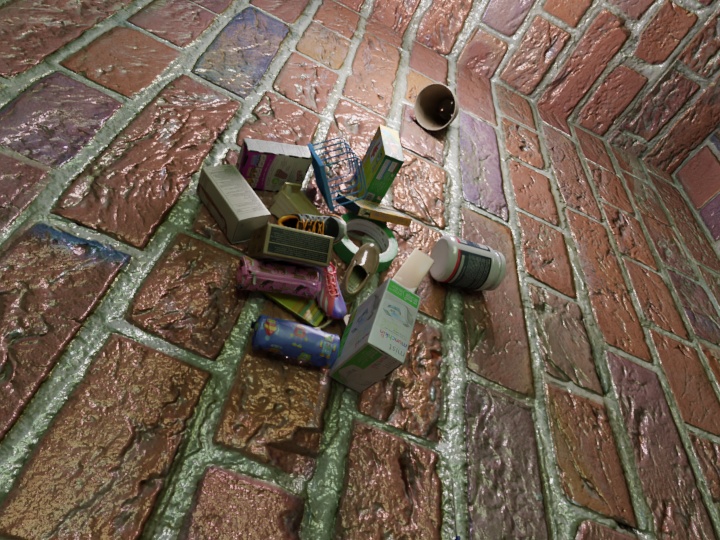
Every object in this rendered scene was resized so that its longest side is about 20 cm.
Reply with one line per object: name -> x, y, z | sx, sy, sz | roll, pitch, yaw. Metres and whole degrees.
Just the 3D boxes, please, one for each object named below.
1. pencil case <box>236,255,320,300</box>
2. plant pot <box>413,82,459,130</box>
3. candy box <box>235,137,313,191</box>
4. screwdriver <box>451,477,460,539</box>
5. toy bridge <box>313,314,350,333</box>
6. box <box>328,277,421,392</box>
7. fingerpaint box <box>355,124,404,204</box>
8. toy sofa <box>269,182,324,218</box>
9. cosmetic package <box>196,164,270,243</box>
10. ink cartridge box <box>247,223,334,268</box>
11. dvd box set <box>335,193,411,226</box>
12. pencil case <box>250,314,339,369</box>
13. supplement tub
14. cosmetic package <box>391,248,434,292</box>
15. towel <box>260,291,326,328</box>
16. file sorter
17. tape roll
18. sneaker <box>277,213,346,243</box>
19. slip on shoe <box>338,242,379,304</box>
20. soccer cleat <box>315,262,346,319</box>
pencil case -> -0.194, 0.019, 1.237 | 0.197, 0.083, 0.087 | 11, 39, -27
plant pot -> 0.355, -0.704, 2.258 | 0.187, 0.188, 0.199 | 43, 28, 13
candy box -> -0.252, -0.298, 1.495 | 0.197, 0.137, 0.062 | 1, 49, -32
screwdriver -> 0.197, 0.518, 1.049 | 0.029, 0.028, 0.202 | 1, 46, 9
toy bridge -> -0.032, 0.142, 1.282 | 0.198, 0.027, 0.068 | -2, 50, -33
box -> 0.033, 0.150, 1.158 | 0.096, 0.200, 0.178 | 31, 51, -11
fingerpaint box -> 0.058, -0.331, 1.671 | 0.072, 0.201, 0.168 | 14, 43, -21
toy sofa -> -0.156, -0.146, 1.455 | 0.200, 0.098, 0.082 | 47, 25, 18
cosmetic package -> -0.335, -0.177, 1.363 | 0.103, 0.088, 0.201 | -15, 58, -42
ink cartridge box -> -0.174, -0.055, 1.262 | 0.162, 0.200, 0.076 | 12, 84, -22
dvd box set -> 0.039, -0.184, 1.581 | 0.198, 0.030, 0.146 | 9, 18, -35
pencil case -> -0.146, 0.159, 1.150 | 0.197, 0.087, 0.079 | 18, 38, -17
supplement tub -> 0.321, -0.019, 1.571 | 0.197, 0.141, 0.142 | 14, 43, -20
cosmetic package -> 0.122, 0.036, 1.424 | 0.071, 0.106, 0.200 | 35, 39, 5
towel -> -0.175, 0.065, 1.280 | 0.199, 0.018, 0.086 | 33, 35, 3
file sorter -> -0.069, -0.292, 1.528 | 0.121, 0.140, 0.201 | -18, 34, -6
tape roll -> 0.012, -0.084, 1.516 | 0.198, 0.048, 0.202 | 17, 43, -17
sneaker -> -0.127, -0.110, 1.351 | 0.197, 0.080, 0.077 | 6, 4, 27
slip on shoe -> 0.000, 0.000, 1.373 | 0.076, 0.061, 0.201 | 38, 57, -3
soccer cleat -> -0.080, 0.034, 1.305 | 0.066, 0.077, 0.201 | 4, 39, -29
